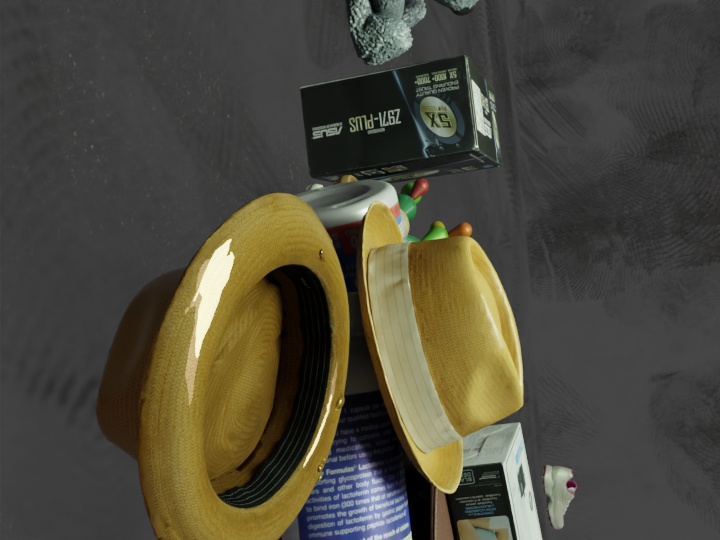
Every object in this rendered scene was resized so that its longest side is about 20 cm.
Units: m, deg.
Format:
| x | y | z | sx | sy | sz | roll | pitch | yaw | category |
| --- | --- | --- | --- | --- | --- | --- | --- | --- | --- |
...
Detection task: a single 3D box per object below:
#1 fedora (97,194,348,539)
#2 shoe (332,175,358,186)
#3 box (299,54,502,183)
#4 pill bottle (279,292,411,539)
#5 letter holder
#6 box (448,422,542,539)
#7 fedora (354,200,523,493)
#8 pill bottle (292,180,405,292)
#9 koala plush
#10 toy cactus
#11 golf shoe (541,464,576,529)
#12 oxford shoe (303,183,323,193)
| x | y | z | sx | sy | sz | roll | pitch | yaw | category |
| --- | --- | --- | --- | --- | --- | --- | --- | --- | --- |
| -0.075 | 0.054 | 0.510 | 0.200 | 0.080 | 0.206 | 5 | 90 | -66 | fedora |
| 0.000 | 0.000 | 0.927 | 0.071 | 0.052 | 0.203 | -94 | 168 | -52 | shoe |
| 0.048 | -0.140 | 0.957 | 0.200 | 0.160 | 0.088 | -8 | 91 | -76 | box |
| -0.027 | 0.121 | 0.654 | 0.116 | 0.113 | 0.205 | 8 | 76 | -74 | pill bottle |
| 0.048 | 0.235 | 0.918 | 0.143 | 0.098 | 0.203 | 65 | 23 | -44 | letter holder |
| 0.136 | 0.263 | 0.923 | 0.116 | 0.059 | 0.205 | -27 | 107 | -71 | box |
| 0.061 | 0.044 | 0.654 | 0.200 | 0.080 | 0.205 | -16 | 91 | -75 | fedora |
| -0.007 | 0.040 | 0.772 | 0.112 | 0.110 | 0.204 | -54 | 134 | -68 | pill bottle |
| 0.083 | -0.359 | 1.114 | 0.178 | 0.195 | 0.187 | -68 | 147 | -60 | koala plush |
| 0.055 | -0.030 | 1.103 | 0.165 | 0.100 | 0.204 | 46 | 47 | -51 | toy cactus |
| 0.538 | 0.612 | 2.587 | 0.076 | 0.089 | 0.204 | -72 | 152 | -60 | golf shoe |
| -0.014 | 0.021 | 0.861 | 0.075 | 0.056 | 0.205 | -38 | 118 | -70 | oxford shoe |
